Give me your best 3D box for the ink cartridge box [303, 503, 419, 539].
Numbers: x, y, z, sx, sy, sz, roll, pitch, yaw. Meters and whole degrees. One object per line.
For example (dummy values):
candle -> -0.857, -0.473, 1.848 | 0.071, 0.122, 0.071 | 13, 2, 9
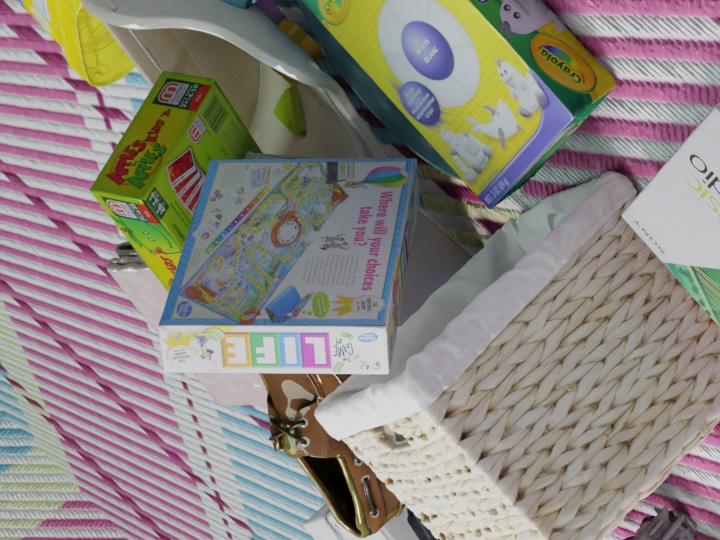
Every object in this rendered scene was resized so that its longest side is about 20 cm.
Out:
ink cartridge box -> 0.071, 0.201, 2.081 | 0.145, 0.147, 0.200 | 50, 164, -2

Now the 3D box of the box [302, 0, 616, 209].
box -> 0.045, -0.144, 1.515 | 0.200, 0.048, 0.117 | 49, 145, 7

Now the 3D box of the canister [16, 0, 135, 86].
canister -> -0.243, -0.255, 2.014 | 0.200, 0.086, 0.149 | 46, 163, 19

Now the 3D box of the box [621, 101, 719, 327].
box -> 0.221, -0.014, 1.410 | 0.144, 0.036, 0.200 | 48, 165, 6

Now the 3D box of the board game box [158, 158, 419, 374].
board game box -> -0.039, -0.006, 1.591 | 0.200, 0.134, 0.034 | -78, -15, -58

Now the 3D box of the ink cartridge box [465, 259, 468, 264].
ink cartridge box -> 0.119, 0.091, 1.815 | 0.200, 0.042, 0.120 | 66, -170, -48

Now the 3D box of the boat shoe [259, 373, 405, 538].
boat shoe -> -0.027, 0.100, 1.774 | 0.072, 0.068, 0.200 | 7, 140, 54

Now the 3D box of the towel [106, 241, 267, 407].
towel -> -0.074, 0.044, 2.024 | 0.199, 0.032, 0.191 | 0, 141, 38

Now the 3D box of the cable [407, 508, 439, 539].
cable -> 0.090, 0.172, 1.821 | 0.200, 0.051, 0.163 | 57, 155, 27

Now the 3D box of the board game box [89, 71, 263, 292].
board game box -> -0.097, -0.031, 1.775 | 0.047, 0.102, 0.200 | 12, 151, 35

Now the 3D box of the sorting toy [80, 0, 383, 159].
sorting toy -> -0.062, -0.125, 1.761 | 0.180, 0.107, 0.200 | 33, 165, 43

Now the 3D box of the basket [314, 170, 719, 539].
basket -> 0.108, 0.072, 1.608 | 0.161, 0.200, 0.198 | 49, 162, -4

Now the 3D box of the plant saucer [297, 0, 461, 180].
plant saucer -> 0.028, -0.141, 1.653 | 0.200, 0.027, 0.200 | 44, 162, 18

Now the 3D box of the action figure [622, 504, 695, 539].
action figure -> 0.175, 0.217, 1.876 | 0.070, 0.130, 0.200 | 56, 167, -11

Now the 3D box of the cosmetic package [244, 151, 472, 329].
cosmetic package -> 0.000, 0.000, 1.783 | 0.106, 0.091, 0.200 | 8, 165, 31
